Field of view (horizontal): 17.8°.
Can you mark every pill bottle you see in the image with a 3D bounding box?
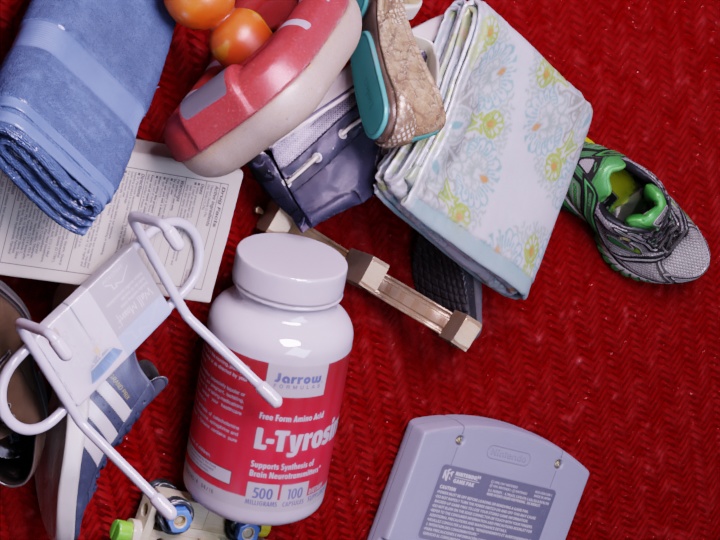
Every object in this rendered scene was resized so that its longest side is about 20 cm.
[{"bbox_3d":[-0.067,0.080,1.733,0.111,0.112,0.202,-6,118,-34],"label":"pill bottle"}]

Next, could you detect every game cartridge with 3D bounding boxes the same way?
[{"bbox_3d":[0.102,0.193,1.958,0.199,0.041,0.134,17,91,-38],"label":"game cartridge"}]

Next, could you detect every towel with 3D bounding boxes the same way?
[{"bbox_3d":[0.101,-0.092,1.769,0.200,0.048,0.172,37,72,-48],"label":"towel"},{"bbox_3d":[-0.193,-0.130,1.564,0.112,0.048,0.201,46,42,-30],"label":"towel"}]

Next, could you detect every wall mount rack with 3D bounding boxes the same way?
[{"bbox_3d":[-0.150,0.064,1.602,0.200,0.074,0.174,-45,127,-24],"label":"wall mount rack"}]

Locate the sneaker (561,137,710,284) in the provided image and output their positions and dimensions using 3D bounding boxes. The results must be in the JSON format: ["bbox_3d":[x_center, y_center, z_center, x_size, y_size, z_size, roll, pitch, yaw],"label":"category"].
[{"bbox_3d":[0.233,-0.040,1.938,0.199,0.085,0.078,33,86,-39],"label":"sneaker"}]

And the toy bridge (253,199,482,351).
[{"bbox_3d":[0.000,0.000,1.794,0.199,0.067,0.027,31,88,-19],"label":"toy bridge"}]

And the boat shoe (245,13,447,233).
[{"bbox_3d":[0.005,-0.109,1.742,0.199,0.075,0.093,-33,95,-15],"label":"boat shoe"}]

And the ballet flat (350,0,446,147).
[{"bbox_3d":[0.019,-0.177,1.694,0.065,0.071,0.202,1,63,-28],"label":"ballet flat"}]

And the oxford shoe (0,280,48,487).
[{"bbox_3d":[-0.257,0.074,1.593,0.072,0.085,0.201,-14,134,5],"label":"oxford shoe"}]

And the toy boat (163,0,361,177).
[{"bbox_3d":[-0.087,-0.165,1.617,0.131,0.130,0.200,50,30,-14],"label":"toy boat"}]

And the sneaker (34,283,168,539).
[{"bbox_3d":[-0.186,0.105,1.692,0.084,0.075,0.202,3,104,-26],"label":"sneaker"}]

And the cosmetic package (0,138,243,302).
[{"bbox_3d":[-0.193,-0.045,1.640,0.199,0.073,0.104,10,101,-37],"label":"cosmetic package"}]

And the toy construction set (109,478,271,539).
[{"bbox_3d":[-0.132,0.237,1.777,0.199,0.092,0.132,11,104,-45],"label":"toy construction set"}]

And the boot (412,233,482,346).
[{"bbox_3d":[0.108,-0.044,1.862,0.131,0.070,0.202,-25,123,-33],"label":"boot"}]
